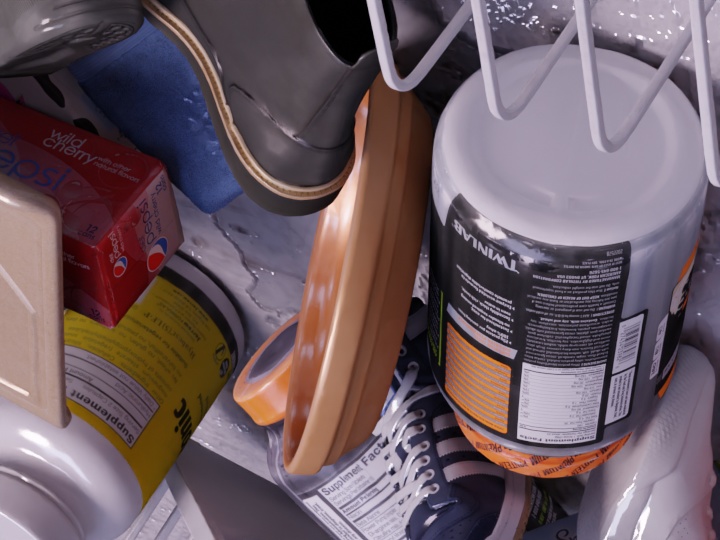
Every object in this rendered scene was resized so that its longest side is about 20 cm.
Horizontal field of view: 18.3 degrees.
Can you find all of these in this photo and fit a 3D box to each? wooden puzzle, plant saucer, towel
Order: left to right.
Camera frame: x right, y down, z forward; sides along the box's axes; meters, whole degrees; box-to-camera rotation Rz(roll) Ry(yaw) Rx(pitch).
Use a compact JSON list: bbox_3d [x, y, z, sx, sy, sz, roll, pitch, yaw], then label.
[{"bbox_3d":[-0.222,-0.019,1.126,0.184,0.037,0.201,27,147,16],"label":"wooden puzzle"},{"bbox_3d":[-0.103,-0.128,1.107,0.111,0.049,0.200,-28,113,35],"label":"towel"},{"bbox_3d":[0.000,0.000,1.064,0.037,0.202,0.201,12,149,-6],"label":"plant saucer"}]

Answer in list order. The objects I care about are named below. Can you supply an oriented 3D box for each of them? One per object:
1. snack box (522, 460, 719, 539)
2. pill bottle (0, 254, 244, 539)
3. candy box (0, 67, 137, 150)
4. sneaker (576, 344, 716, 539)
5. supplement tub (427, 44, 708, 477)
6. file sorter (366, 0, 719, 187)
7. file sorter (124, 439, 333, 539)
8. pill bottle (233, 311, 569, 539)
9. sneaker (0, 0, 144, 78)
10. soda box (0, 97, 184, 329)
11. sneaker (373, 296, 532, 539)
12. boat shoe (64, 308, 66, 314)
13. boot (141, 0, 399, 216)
[{"bbox_3d":[0.110,0.190,1.205,0.143,0.198,0.053,85,162,-51],"label":"snack box"},{"bbox_3d":[-0.159,0.088,1.309,0.111,0.201,0.112,21,142,17],"label":"pill bottle"},{"bbox_3d":[-0.215,-0.133,1.200,0.200,0.072,0.167,49,146,-20],"label":"candy box"},{"bbox_3d":[0.155,0.141,1.117,0.088,0.202,0.075,17,175,-9],"label":"sneaker"},{"bbox_3d":[0.091,0.003,1.032,0.122,0.123,0.201,25,148,17],"label":"supplement tub"},{"bbox_3d":[0.113,-0.122,0.843,0.199,0.125,0.139,19,146,26],"label":"file sorter"},{"bbox_3d":[-0.079,0.205,1.348,0.138,0.125,0.200,30,-174,-21],"label":"file sorter"},{"bbox_3d":[0.020,0.112,1.266,0.200,0.106,0.106,46,148,-14],"label":"pill bottle"},{"bbox_3d":[-0.170,-0.147,1.043,0.199,0.076,0.115,-14,85,58],"label":"sneaker"},{"bbox_3d":[-0.193,-0.045,1.158,0.199,0.070,0.064,21,143,23],"label":"soda box"},{"bbox_3d":[0.031,0.093,1.130,0.108,0.201,0.070,30,128,-7],"label":"sneaker"},{"bbox_3d":[-0.191,0.000,1.294,0.201,0.060,0.072,165,90,-77],"label":"boat shoe"},{"bbox_3d":[-0.045,-0.141,0.973,0.201,0.077,0.138,57,155,13],"label":"boot"}]
